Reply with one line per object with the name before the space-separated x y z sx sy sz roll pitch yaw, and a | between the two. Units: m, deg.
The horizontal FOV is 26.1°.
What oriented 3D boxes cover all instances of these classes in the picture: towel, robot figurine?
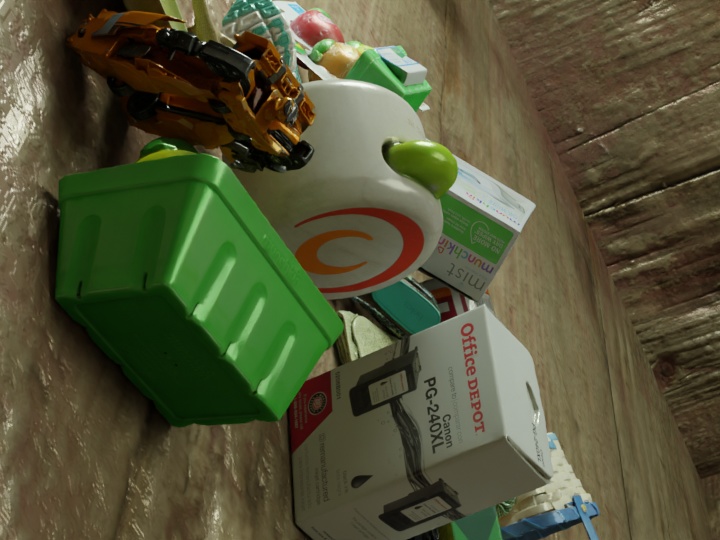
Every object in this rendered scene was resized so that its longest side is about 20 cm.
towel | 0.031 0.127 1.578 0.200 0.036 0.149 37 37 -64
robot figurine | -0.117 -0.135 1.129 0.058 0.200 0.145 -58 139 -21

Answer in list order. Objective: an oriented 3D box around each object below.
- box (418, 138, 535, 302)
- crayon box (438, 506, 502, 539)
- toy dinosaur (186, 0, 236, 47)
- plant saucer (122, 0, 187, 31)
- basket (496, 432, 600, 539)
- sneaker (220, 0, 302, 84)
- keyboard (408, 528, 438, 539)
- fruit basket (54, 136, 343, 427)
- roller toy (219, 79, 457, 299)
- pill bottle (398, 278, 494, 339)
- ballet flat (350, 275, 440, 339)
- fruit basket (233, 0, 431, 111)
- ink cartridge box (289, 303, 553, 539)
box | 0.075 -0.068 1.690 0.200 0.097 0.176 32 16 5
crayon box | 0.102 0.317 1.443 0.127 0.051 0.201 110 -24 -54
toy dinosaur | -0.125 -0.186 1.351 0.101 0.058 0.200 45 -21 35
plant saucer | -0.174 -0.227 1.258 0.200 0.031 0.201 -22 90 -89
basket | 0.162 0.280 1.600 0.139 0.176 0.200 -2 65 -57
sneaker | -0.085 -0.169 1.519 0.091 0.077 0.201 77 -3 -87
keyboard | 0.057 0.192 1.406 0.127 0.021 0.201 -135 -133 -79
fruit basket | -0.114 -0.016 1.086 0.215 0.155 0.216 21 66 -60
roller toy | -0.029 -0.073 1.354 0.183 0.199 0.140 108 -25 -56
pill bottle | 0.110 0.114 1.719 0.113 0.113 0.201 32 41 -66
ballet flat | 0.000 0.000 1.578 0.200 0.074 0.074 49 23 -25
fruit basket | -0.023 -0.231 1.655 0.200 0.094 0.185 45 20 7
ink cartridge box | 0.046 0.135 1.293 0.083 0.200 0.146 47 26 -41
